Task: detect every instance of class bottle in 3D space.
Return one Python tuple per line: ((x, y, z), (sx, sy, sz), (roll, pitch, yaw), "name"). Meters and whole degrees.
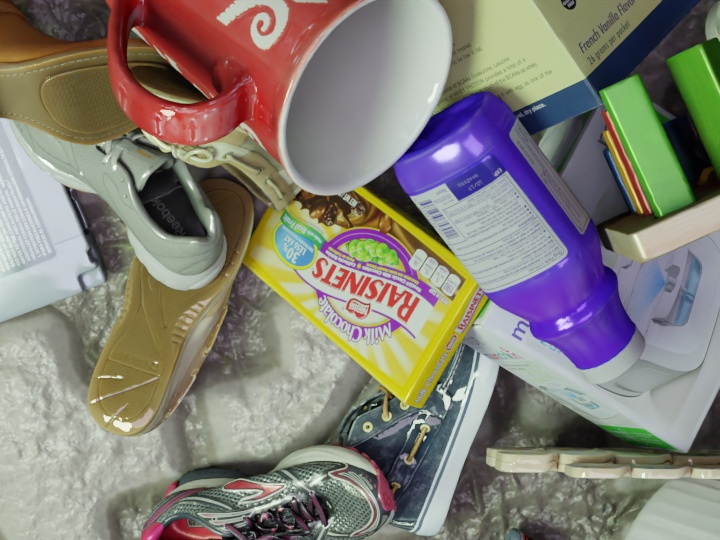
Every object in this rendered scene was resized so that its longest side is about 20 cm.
((0.107, -0.016, 0.959), (0.083, 0.065, 0.200), (-25, 112, 38), "bottle")

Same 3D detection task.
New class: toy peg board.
((0.228, -0.093, 0.911), (0.199, 0.199, 0.098), (-24, 92, 5), "toy peg board")

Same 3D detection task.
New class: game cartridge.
((-0.281, -0.061, 1.102), (0.133, 0.040, 0.201), (-20, 102, -1), "game cartridge")

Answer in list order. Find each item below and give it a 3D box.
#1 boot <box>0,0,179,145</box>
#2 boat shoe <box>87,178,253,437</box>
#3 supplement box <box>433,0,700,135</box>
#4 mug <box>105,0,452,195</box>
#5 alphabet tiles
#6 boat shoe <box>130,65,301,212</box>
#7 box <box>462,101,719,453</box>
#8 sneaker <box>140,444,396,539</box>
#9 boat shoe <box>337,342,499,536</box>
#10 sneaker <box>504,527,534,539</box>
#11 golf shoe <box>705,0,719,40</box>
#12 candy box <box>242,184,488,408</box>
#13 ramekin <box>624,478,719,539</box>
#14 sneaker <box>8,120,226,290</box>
((-0.229, -0.148, 1.020), (0.199, 0.156, 0.077), (-19, 137, -10), "boot")
((-0.135, 0.029, 1.109), (0.073, 0.069, 0.201), (25, 79, 10), "boat shoe")
((0.070, -0.194, 0.986), (0.134, 0.200, 0.200), (-45, 104, -34), "supplement box")
((-0.072, -0.154, 0.905), (0.200, 0.177, 0.134), (40, 113, 33), "mug")
((0.193, 0.135, 1.087), (0.199, 0.196, 0.015), (1, 87, -2), "alphabet tiles")
((-0.093, -0.084, 1.014), (0.073, 0.200, 0.063), (31, 98, 26), "boat shoe")
((0.184, -0.003, 1.073), (0.176, 0.097, 0.201), (32, 79, -12), "box")
((-0.067, 0.185, 1.113), (0.199, 0.075, 0.081), (-15, 104, 24), "sneaker")
((0.040, 0.100, 1.131), (0.090, 0.071, 0.201), (14, 104, -10), "boat shoe")
((0.137, 0.246, 1.166), (0.199, 0.079, 0.096), (-6, 101, -1), "sneaker")
((0.319, -0.187, 0.963), (0.199, 0.092, 0.076), (-24, 74, 1), "golf shoe")
((0.000, 0.000, 1.062), (0.026, 0.200, 0.103), (15, 107, -48), "candy box")
((0.267, 0.241, 1.116), (0.200, 0.097, 0.202), (-15, 112, -42), "ramekin")
((-0.162, -0.078, 1.041), (0.200, 0.092, 0.076), (43, 69, 1), "sneaker")
